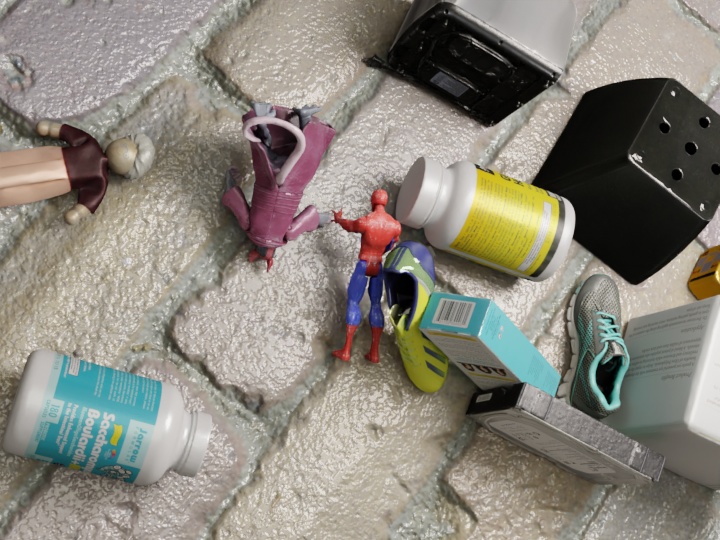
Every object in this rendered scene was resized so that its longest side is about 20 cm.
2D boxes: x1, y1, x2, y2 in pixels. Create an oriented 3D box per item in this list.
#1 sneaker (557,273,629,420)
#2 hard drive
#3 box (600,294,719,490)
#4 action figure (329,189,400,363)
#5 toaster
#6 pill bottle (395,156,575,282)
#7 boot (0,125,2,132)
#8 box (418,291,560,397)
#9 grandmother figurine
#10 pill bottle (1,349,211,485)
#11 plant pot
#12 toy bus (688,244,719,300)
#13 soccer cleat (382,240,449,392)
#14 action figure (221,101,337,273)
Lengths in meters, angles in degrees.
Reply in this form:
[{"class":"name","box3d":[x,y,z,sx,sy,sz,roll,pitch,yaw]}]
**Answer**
[{"class":"sneaker","box3d":[0.306,0.098,1.379,0.077,0.091,0.200,13,74,-18]},{"class":"hard drive","box3d":[0.240,0.197,1.308,0.200,0.140,0.038,28,71,-13]},{"class":"box","box3d":[0.440,0.157,1.356,0.200,0.199,0.171,26,72,-13]},{"class":"action figure","box3d":[0.000,0.000,1.311,0.065,0.099,0.200,7,99,-22]},{"class":"toaster","box3d":[0.140,-0.287,1.356,0.200,0.181,0.119,27,68,-14]},{"class":"pill bottle","box3d":[0.150,-0.067,1.346,0.200,0.112,0.113,19,73,-16]},{"class":"boot","box3d":[-0.474,-0.078,1.142,0.175,0.066,0.200,17,88,18]},{"class":"box","box3d":[0.154,0.096,1.276,0.200,0.082,0.049,44,62,-46]},{"class":"grandmother figurine","box3d":[-0.324,-0.110,1.214,0.200,0.061,0.121,-15,93,-19]},{"class":"pill bottle","box3d":[-0.260,0.158,1.149,0.200,0.111,0.111,17,73,-15]},{"class":"plant pot","box3d":[0.369,-0.128,1.405,0.200,0.177,0.200,37,69,-10]},{"class":"toy bus","box3d":[0.541,0.053,1.489,0.200,0.065,0.078,35,68,-9]},{"class":"soccer cleat","box3d":[0.057,0.062,1.271,0.084,0.065,0.200,-44,134,-48]},{"class":"action figure","box3d":[-0.087,-0.087,1.246,0.134,0.149,0.200,9,108,-9]}]
